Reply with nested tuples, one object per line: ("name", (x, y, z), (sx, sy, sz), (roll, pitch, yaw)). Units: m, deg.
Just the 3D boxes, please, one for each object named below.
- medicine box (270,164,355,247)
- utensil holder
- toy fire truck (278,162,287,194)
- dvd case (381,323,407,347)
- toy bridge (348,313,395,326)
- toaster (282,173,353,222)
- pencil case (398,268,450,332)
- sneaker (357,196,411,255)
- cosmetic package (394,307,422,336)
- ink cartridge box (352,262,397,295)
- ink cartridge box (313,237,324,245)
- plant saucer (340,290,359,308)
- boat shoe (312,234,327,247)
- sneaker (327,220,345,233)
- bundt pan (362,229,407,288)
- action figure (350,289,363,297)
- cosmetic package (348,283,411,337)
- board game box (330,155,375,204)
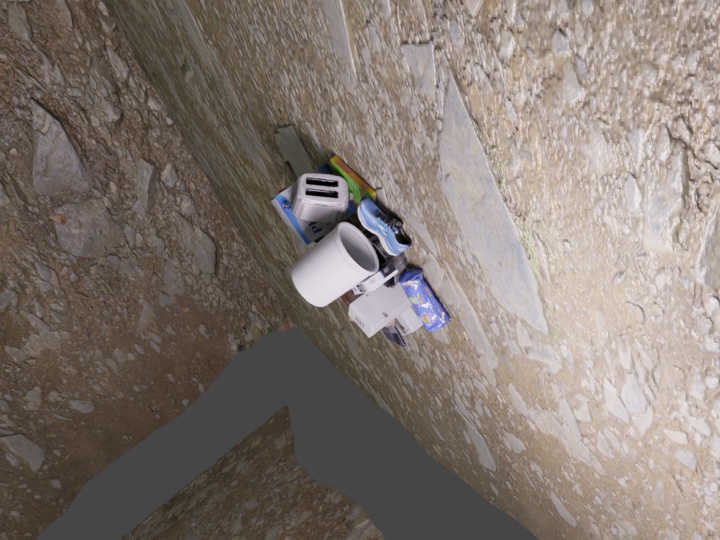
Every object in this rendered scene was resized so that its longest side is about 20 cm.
("medicine box", (-0.152, -0.204, 1.733), (0.183, 0.200, 0.103), (56, 164, -10))
("utensil holder", (-0.076, -0.012, 1.553), (0.170, 0.200, 0.170), (40, -152, -27))
("toy fire truck", (-0.242, -0.283, 1.991), (0.200, 0.129, 0.176), (49, 165, -21))
("dvd case", (0.089, 0.186, 1.997), (0.201, 0.016, 0.149), (60, 163, -16))
("toy bridge", (0.052, 0.155, 1.837), (0.067, 0.199, 0.027), (-34, 58, 34))
("toaster", (-0.125, -0.216, 1.606), (0.129, 0.199, 0.114), (125, 148, -66))
("pencil case", (0.191, 0.090, 1.613), (0.201, 0.078, 0.087), (58, 155, -14))
("sneaker", (0.073, -0.132, 1.514), (0.200, 0.079, 0.089), (45, 141, -22))
("cosmetic package", (0.133, 0.157, 1.937), (0.151, 0.052, 0.200), (55, 163, 5))
("ink cartridge box", (0.032, 0.027, 1.616), (0.039, 0.099, 0.200), (55, 161, -4))
("ink cartridge box", (-0.090, -0.084, 1.744), (0.200, 0.099, 0.039), (-152, 45, -73))
("plant saucer", (0.011, 0.054, 1.911), (0.200, 0.200, 0.032), (47, -154, 20))
("boat shoe", (-0.085, -0.079, 1.891), (0.199, 0.074, 0.076), (7, 111, 30))
("sneaker", (-0.084, -0.174, 1.861), (0.199, 0.109, 0.070), (16, 149, 12))
("bundt pan", (0.069, -0.047, 1.670), (0.202, 0.076, 0.202), (46, 161, 20))
("action figure", (0.000, 0.000, 1.780), (0.199, 0.195, 0.105), (13, 165, -13))
("cosmetic package", (0.071, 0.108, 1.748), (0.113, 0.200, 0.081), (45, 156, 18))
("board game box", (-0.016, -0.244, 1.599), (0.200, 0.030, 0.096), (49, 163, 24))
